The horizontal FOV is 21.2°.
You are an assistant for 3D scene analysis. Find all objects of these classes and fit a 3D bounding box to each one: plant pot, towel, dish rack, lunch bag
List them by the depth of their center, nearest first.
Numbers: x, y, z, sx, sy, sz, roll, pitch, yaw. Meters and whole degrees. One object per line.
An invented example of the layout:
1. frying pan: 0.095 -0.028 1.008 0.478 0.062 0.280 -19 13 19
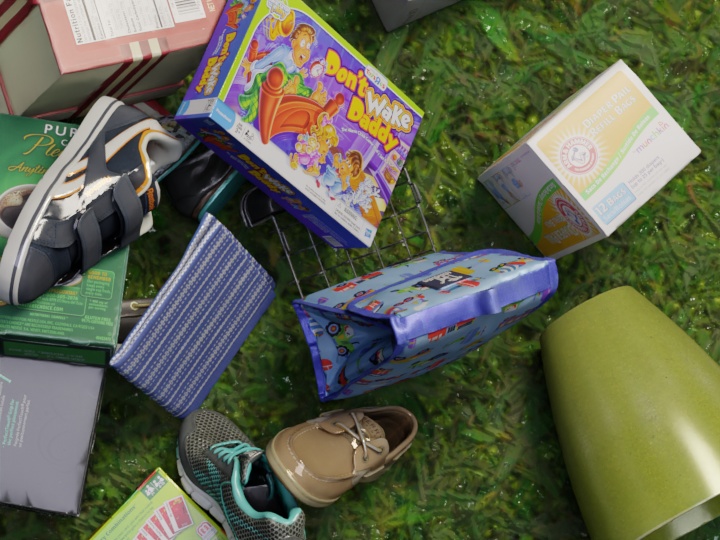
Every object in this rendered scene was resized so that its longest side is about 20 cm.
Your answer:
1. lunch bag: 0.059 0.038 1.535 0.150 0.200 0.094 -18 92 -25
2. towel: -0.135 0.041 1.571 0.024 0.200 0.145 31 81 18
3. plant pot: 0.240 0.122 1.641 0.187 0.187 0.200 -25 73 -10
4. dish rack: 0.000 0.000 1.653 0.153 0.055 0.200 -21 92 -23

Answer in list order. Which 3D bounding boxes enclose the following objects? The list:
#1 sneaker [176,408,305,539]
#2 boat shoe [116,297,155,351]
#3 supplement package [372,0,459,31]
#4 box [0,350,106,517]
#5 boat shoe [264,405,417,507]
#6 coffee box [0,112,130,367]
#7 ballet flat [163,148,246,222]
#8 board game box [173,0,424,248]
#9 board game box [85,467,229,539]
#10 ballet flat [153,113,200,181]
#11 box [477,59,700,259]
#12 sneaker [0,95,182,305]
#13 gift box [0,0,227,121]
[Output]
1. sneaker: -0.090 0.170 1.568 0.078 0.091 0.200 -12 43 -27
2. boat shoe: -0.247 0.041 1.615 0.201 0.072 0.061 5 84 -16
3. supplement package: 0.096 -0.309 1.680 0.200 0.117 0.117 -24 88 -10
4. box: -0.314 0.123 1.554 0.200 0.149 0.124 10 81 -7
5. boat shoe: -0.013 0.141 1.575 0.065 0.200 0.071 -41 79 20
6. coffee box: -0.242 -0.025 1.525 0.123 0.044 0.200 6 61 -8
7. ballet flat: -0.091 -0.127 1.660 0.200 0.068 0.068 -41 78 -11
8. board game box: -0.046 -0.125 1.559 0.200 0.045 0.135 38 64 -38
9. board game box: -0.204 0.271 1.607 0.102 0.048 0.200 44 79 -1
10. ballet flat: -0.215 -0.076 1.619 0.072 0.072 0.200 44 87 -2
11. box: 0.189 -0.088 1.628 0.112 0.200 0.101 -41 91 -10
12. sneaker: -0.204 -0.048 1.474 0.079 0.078 0.200 22 57 7
13. gift box: -0.213 -0.218 1.593 0.200 0.187 0.185 -11 83 -29
